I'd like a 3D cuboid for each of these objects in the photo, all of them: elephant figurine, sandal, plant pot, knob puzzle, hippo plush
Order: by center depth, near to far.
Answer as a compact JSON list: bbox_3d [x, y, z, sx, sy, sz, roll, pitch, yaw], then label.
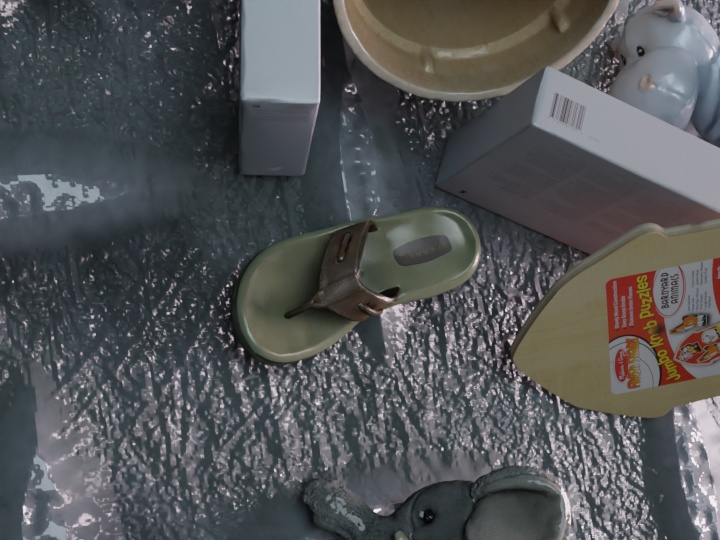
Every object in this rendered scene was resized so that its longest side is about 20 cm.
[{"bbox_3d":[0.087,0.192,0.893,0.155,0.141,0.200,-3,60,-52],"label":"elephant figurine"},{"bbox_3d":[0.000,-0.001,0.923,0.201,0.057,0.080,-24,88,-25],"label":"sandal"},{"bbox_3d":[0.064,-0.251,0.933,0.200,0.201,0.184,8,39,-21],"label":"plant pot"},{"bbox_3d":[0.204,0.034,0.961,0.219,0.220,0.030,12,41,-20],"label":"knob puzzle"},{"bbox_3d":[0.279,-0.147,1.024,0.161,0.159,0.200,29,69,-15],"label":"hippo plush"}]

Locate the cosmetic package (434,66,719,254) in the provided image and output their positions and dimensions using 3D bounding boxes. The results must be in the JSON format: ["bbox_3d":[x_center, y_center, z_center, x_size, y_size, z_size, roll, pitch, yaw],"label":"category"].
[{"bbox_3d":[0.176,-0.063,0.967,0.200,0.151,0.052,23,68,-17],"label":"cosmetic package"}]

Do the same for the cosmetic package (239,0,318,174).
[{"bbox_3d":[-0.056,-0.180,0.890,0.052,0.151,0.200,1,78,-8],"label":"cosmetic package"}]
